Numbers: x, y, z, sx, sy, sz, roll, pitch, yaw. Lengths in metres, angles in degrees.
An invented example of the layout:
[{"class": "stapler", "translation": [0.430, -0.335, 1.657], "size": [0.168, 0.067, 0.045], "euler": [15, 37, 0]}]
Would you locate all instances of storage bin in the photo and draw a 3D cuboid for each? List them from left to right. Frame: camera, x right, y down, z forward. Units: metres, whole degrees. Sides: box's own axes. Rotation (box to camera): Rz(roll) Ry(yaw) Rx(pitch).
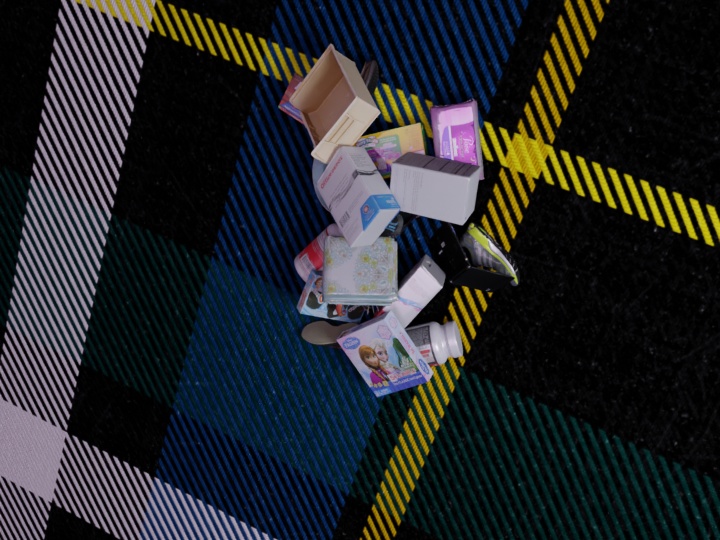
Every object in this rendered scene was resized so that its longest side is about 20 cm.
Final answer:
[{"class": "storage bin", "translation": [-0.072, -0.406, 1.482], "size": [0.198, 0.092, 0.203], "euler": [-43, 54, 29]}]

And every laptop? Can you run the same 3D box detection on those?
[{"class": "laptop", "translation": [0.280, -0.033, 1.523], "size": [0.101, 0.177, 0.204], "euler": [-22, 80, -13]}]

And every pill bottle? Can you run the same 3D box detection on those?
[{"class": "pill bottle", "translation": [-0.079, -0.053, 1.628], "size": [0.199, 0.112, 0.113], "euler": [-41, 90, 17]}, {"class": "pill bottle", "translation": [0.171, 0.205, 1.616], "size": [0.195, 0.116, 0.119], "euler": [-15, 98, 17]}]

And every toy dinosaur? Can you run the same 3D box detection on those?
[{"class": "toy dinosaur", "translation": [0.000, 0.044, 1.603], "size": [0.177, 0.106, 0.204], "euler": [-15, 66, -23]}]

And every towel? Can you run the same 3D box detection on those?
[{"class": "towel", "translation": [0.000, 0.000, 1.520], "size": [0.194, 0.048, 0.176], "euler": [1, 72, 1]}]

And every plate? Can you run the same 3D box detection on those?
[{"class": "plate", "translation": [-0.057, -0.253, 1.594], "size": [0.197, 0.025, 0.206], "euler": [14, 110, 43]}]

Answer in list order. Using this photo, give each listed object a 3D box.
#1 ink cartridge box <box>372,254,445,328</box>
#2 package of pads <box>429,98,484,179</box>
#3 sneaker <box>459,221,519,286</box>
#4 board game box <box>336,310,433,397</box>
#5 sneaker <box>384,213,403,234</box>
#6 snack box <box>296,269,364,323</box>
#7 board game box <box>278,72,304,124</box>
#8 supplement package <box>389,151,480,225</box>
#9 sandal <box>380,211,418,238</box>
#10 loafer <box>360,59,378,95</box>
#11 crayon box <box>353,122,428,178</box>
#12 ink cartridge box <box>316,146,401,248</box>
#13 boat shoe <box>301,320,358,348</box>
[{"class": "ink cartridge box", "translation": [0.130, 0.069, 1.582], "size": [0.085, 0.148, 0.200], "euler": [43, 108, -1]}, {"class": "package of pads", "translation": [0.246, -0.323, 1.511], "size": [0.117, 0.076, 0.206], "euler": [-5, 100, 17]}, {"class": "sneaker", "translation": [0.337, -0.033, 1.557], "size": [0.201, 0.074, 0.081], "euler": [48, 115, 8]}, {"class": "board game box", "translation": [0.061, 0.223, 1.555], "size": [0.198, 0.041, 0.201], "euler": [-28, 101, 43]}, {"class": "sneaker", "translation": [0.023, -0.163, 1.573], "size": [0.198, 0.081, 0.075], "euler": [30, 107, 33]}, {"class": "snack box", "translation": [-0.067, 0.074, 1.626], "size": [0.196, 0.037, 0.118], "euler": [13, 109, -34]}, {"class": "board game box", "translation": [-0.119, -0.434, 1.609], "size": [0.198, 0.019, 0.104], "euler": [33, 106, 6]}, {"class": "supplement package", "translation": [0.180, -0.204, 1.458], "size": [0.195, 0.117, 0.120], "euler": [15, 118, 20]}, {"class": "sandal", "translation": [0.116, -0.152, 1.592], "size": [0.199, 0.048, 0.076], "euler": [-36, 91, 18]}, {"class": "loafer", "translation": [-0.015, -0.453, 1.541], "size": [0.070, 0.073, 0.204], "euler": [24, 91, 14]}, {"class": "crayon box", "translation": [0.078, -0.307, 1.565], "size": [0.195, 0.058, 0.122], "euler": [-9, 99, 16]}, {"class": "ink cartridge box", "translation": [-0.009, -0.183, 1.478], "size": [0.145, 0.082, 0.203], "euler": [-49, 62, 40]}, {"class": "boat shoe", "translation": [-0.077, 0.188, 1.697], "size": [0.196, 0.075, 0.063], "euler": [-2, 145, 27]}]
